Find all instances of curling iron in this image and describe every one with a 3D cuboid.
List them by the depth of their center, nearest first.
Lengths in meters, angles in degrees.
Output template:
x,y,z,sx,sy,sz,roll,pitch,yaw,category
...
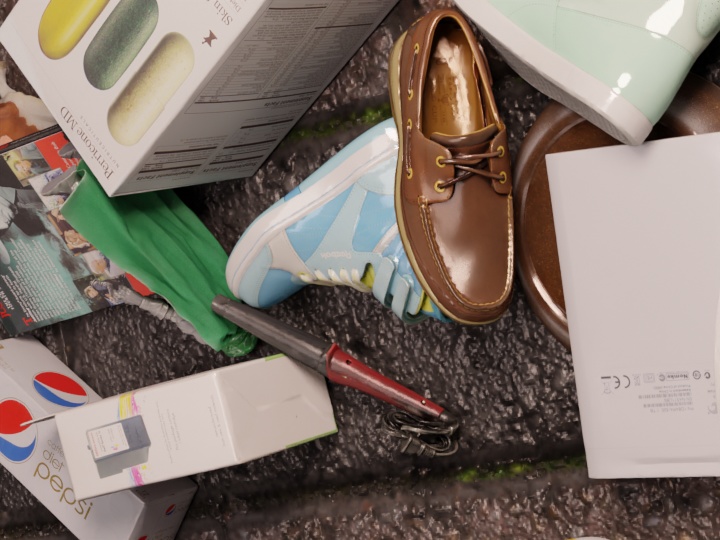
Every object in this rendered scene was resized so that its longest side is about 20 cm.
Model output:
x,y,z,sx,sy,sz,roll,pitch,yaw,category
-0.018,0.066,1.391,0.200,0.050,0.026,33,115,18,curling iron

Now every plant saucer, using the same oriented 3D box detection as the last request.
x,y,z,sx,sy,sz,roll,pitch,yaw,category
0.167,-0.027,1.267,0.200,0.032,0.201,7,101,37,plant saucer

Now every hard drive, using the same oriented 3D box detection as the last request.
x,y,z,sx,sy,sz,roll,pitch,yaw,category
0.183,0.022,1.227,0.132,0.025,0.200,-5,94,37,hard drive

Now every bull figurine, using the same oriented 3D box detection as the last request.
x,y,z,sx,sy,sz,roll,pitch,yaw,category
-0.276,-0.092,1.568,0.200,0.065,0.122,-37,71,32,bull figurine

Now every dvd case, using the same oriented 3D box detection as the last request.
x,y,z,sx,sy,sz,roll,pitch,yaw,category
-0.222,-0.033,1.517,0.200,0.022,0.146,-17,114,33,dvd case

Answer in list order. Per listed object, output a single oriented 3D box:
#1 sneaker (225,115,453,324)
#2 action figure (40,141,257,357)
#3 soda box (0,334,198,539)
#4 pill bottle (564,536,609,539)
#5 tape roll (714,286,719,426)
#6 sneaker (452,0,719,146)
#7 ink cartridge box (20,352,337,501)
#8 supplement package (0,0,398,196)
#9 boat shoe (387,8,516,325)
x,y,z,sx,sy,sz,roll,pitch,yaw,category
0.000,0.000,1.366,0.200,0.079,0.131,-40,72,35,sneaker
-0.137,-0.008,1.430,0.055,0.118,0.200,-22,123,33,action figure
-0.219,0.135,1.560,0.200,0.064,0.068,39,117,25,soda box
0.116,0.228,1.293,0.200,0.112,0.113,-15,88,37,pill bottle
0.290,0.038,1.079,0.139,0.203,0.203,4,100,37,tape roll
0.141,-0.164,1.253,0.118,0.074,0.200,-49,47,1,sneaker
-0.131,0.112,1.456,0.200,0.117,0.067,-16,88,37,ink cartridge box
-0.106,-0.175,1.371,0.152,0.151,0.200,53,124,17,supplement package
0.058,-0.067,1.280,0.068,0.072,0.200,125,137,-74,boat shoe
